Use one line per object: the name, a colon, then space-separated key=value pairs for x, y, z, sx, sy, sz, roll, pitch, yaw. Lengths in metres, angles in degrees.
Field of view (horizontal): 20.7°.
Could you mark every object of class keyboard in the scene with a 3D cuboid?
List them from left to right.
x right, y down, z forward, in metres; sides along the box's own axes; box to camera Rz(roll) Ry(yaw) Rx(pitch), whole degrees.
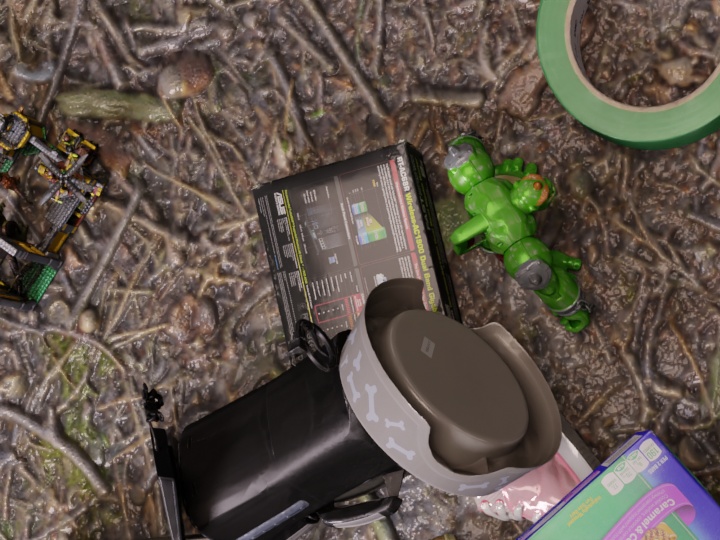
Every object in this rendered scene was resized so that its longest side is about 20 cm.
keyboard: x=-0.170 y=0.168 z=1.728 sx=0.021 sy=0.200 sz=0.127 roll=-12 pitch=99 yaw=-7

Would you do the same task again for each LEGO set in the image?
LEGO set: x=-0.338 y=-0.058 z=1.847 sx=0.154 sy=0.116 sz=0.200 roll=43 pitch=97 yaw=17

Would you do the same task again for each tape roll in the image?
tape roll: x=0.255 y=-0.207 z=1.718 sx=0.200 sy=0.048 sz=0.201 roll=-2 pitch=83 yaw=17

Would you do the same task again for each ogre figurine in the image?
ogre figurine: x=0.129 y=-0.039 z=1.701 sx=0.098 sy=0.120 sz=0.200 roll=-15 pitch=80 yaw=15

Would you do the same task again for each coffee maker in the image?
coffee maker: x=-0.060 y=0.140 z=1.690 sx=0.200 sy=0.135 sz=0.192 roll=-32 pitch=113 yaw=25

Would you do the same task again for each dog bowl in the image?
dog bowl: x=0.069 y=0.099 z=1.616 sx=0.200 sy=0.200 sz=0.059 roll=50 pitch=120 yaw=16

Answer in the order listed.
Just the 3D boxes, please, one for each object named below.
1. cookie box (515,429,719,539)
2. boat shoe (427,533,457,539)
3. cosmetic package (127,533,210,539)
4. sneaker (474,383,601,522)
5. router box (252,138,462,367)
cookie box: x=0.233 y=0.258 z=1.584 sx=0.171 sy=0.075 sz=0.200 roll=-41 pitch=86 yaw=-2
boat shoe: x=0.041 y=0.313 z=1.681 sx=0.063 sy=0.073 sz=0.201 roll=14 pitch=64 yaw=2
cosmetic package: x=-0.201 y=0.286 z=1.776 sx=0.200 sy=0.103 sz=0.087 roll=-8 pitch=83 yaw=18
sneaker: x=0.165 y=0.201 z=1.687 sx=0.105 sy=0.075 sz=0.200 roll=-41 pitch=70 yaw=9
router box: x=0.000 y=0.000 z=1.765 sx=0.150 sy=0.062 sz=0.200 roll=-15 pitch=79 yaw=15
